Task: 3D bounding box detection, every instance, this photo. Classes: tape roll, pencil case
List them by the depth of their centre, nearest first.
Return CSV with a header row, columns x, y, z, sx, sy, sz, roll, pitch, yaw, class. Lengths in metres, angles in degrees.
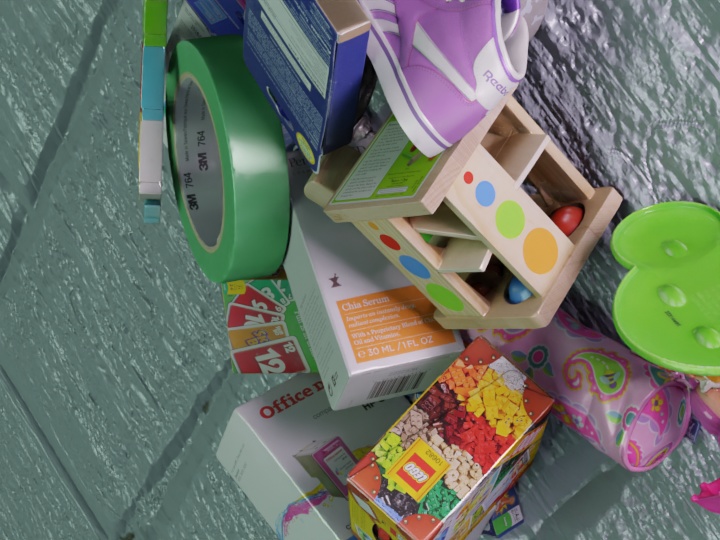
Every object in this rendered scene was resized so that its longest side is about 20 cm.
x,y,z,sx,sy,sz,roll,pitch,yaw,class
0.162,0.075,1.387,0.200,0.087,0.088,33,136,38,pencil case
-0.111,-0.091,1.491,0.200,0.048,0.201,171,90,-71,tape roll

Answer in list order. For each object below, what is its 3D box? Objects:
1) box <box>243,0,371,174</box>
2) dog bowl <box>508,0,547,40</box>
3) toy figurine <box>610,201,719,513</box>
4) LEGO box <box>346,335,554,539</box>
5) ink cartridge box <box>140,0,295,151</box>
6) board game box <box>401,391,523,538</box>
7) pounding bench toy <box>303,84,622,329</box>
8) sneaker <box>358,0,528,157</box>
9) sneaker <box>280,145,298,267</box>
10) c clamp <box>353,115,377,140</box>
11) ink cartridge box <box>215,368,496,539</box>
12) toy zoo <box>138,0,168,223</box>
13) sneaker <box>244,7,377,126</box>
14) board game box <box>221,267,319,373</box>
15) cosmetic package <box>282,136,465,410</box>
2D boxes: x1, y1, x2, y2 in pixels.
x,y,z,sx,sy,sz,roll,pitch,yaw,class
-0.043,-0.166,1.314,0.121,0.032,0.200,57,161,19,box
0.059,-0.232,1.342,0.200,0.059,0.200,34,137,38,dog bowl
0.247,0.077,1.247,0.200,0.150,0.184,-124,16,-54,toy figurine
0.066,0.153,1.400,0.077,0.149,0.200,41,166,13,LEGO box
-0.108,-0.161,1.609,0.137,0.076,0.200,53,147,15,ink cartridge box
0.053,0.160,1.635,0.200,0.034,0.136,5,116,53,board game box
0.068,-0.042,1.361,0.156,0.124,0.200,45,155,-25,pounding bench toy
0.057,-0.178,1.282,0.114,0.073,0.201,-39,50,16,sneaker
-0.056,-0.010,1.603,0.075,0.114,0.201,23,129,45,sneaker
0.041,-0.105,1.482,0.200,0.027,0.171,42,141,30,c clamp
-0.006,0.180,1.565,0.200,0.144,0.085,48,145,21,ink cartridge box
-0.178,-0.140,1.554,0.131,0.020,0.201,-129,41,-78,toy zoo
-0.049,-0.177,1.431,0.074,0.088,0.200,-60,32,22,sneaker
-0.015,0.042,1.546,0.030,0.199,0.096,-83,-10,-60,board game box
0.000,0.000,1.447,0.071,0.101,0.200,114,140,-60,cosmetic package
